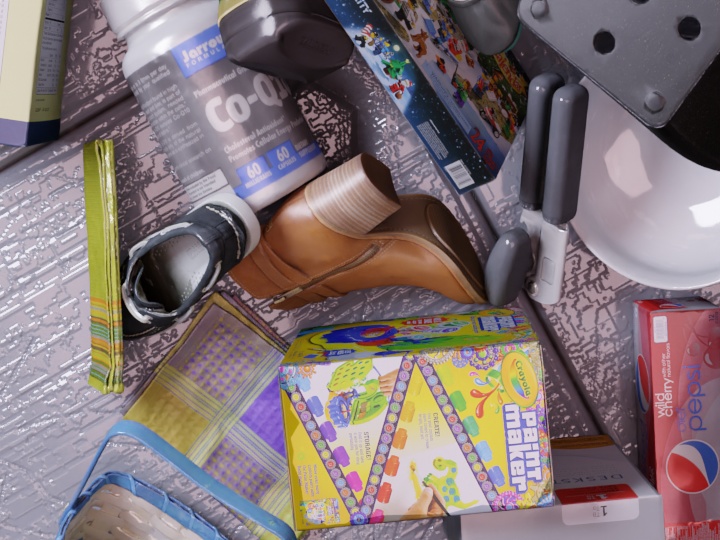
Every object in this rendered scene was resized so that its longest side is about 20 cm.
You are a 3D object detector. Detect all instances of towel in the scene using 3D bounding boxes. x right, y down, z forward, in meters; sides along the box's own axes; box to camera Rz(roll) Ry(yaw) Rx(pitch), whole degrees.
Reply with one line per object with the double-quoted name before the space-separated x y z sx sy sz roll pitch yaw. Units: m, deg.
"towel" -0.213 -0.003 1.191 0.018 0.086 0.203 -3 92 -24
"towel" -0.093 0.132 1.250 0.200 0.023 0.144 43 93 -6

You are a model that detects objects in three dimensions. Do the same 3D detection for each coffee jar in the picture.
"coffee jar" -0.067 -0.246 1.122 0.085 0.104 0.203 -22 70 35

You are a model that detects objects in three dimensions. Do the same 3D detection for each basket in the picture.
"basket" -0.168 0.228 1.189 0.176 0.140 0.200 37 125 -6

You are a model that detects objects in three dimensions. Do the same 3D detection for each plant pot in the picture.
"plant pot" 0.225 -0.196 1.041 0.200 0.177 0.200 42 116 15

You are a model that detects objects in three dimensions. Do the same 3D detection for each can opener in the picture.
"can opener" 0.144 -0.057 1.175 0.066 0.052 0.202 -20 128 -37

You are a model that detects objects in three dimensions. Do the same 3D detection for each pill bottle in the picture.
"pill bottle" -0.119 -0.145 1.170 0.113 0.114 0.202 -28 97 2

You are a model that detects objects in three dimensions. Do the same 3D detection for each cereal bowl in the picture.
"cereal bowl" 0.261 -0.089 1.188 0.198 0.083 0.203 5 101 27

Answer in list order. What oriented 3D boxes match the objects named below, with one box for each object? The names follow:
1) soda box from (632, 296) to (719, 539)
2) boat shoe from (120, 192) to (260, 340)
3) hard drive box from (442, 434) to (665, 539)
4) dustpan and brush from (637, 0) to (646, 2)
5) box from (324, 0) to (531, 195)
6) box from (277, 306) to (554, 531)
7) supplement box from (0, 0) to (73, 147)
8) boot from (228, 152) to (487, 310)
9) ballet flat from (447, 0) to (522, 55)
"soda box" 0.269 0.127 1.237 0.062 0.070 0.203 -3 97 -2
"boat shoe" -0.157 0.006 1.162 0.076 0.060 0.200 48 133 1
"hard drive box" 0.147 0.196 1.177 0.153 0.200 0.078 -5 97 -2
"dustpan and brush" 0.275 -0.265 1.195 0.200 0.057 0.140 -42 97 3
"box" 0.056 -0.179 1.142 0.037 0.137 0.201 -22 115 36
"box" 0.043 0.109 1.135 0.190 0.200 0.124 -5 95 2
"supplement box" -0.331 -0.212 1.143 0.197 0.134 0.203 8 97 -3
"boot" 0.000 0.000 1.207 0.155 0.077 0.199 -34 138 24
"ballet flat" 0.078 -0.264 1.119 0.067 0.068 0.203 -17 72 39
